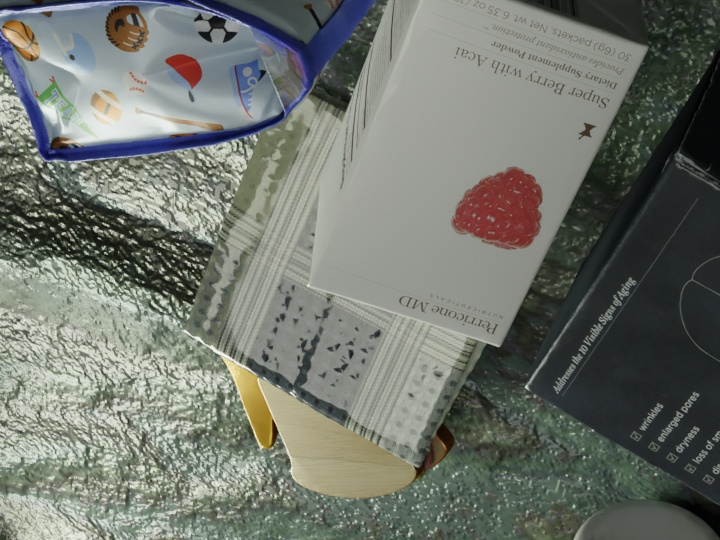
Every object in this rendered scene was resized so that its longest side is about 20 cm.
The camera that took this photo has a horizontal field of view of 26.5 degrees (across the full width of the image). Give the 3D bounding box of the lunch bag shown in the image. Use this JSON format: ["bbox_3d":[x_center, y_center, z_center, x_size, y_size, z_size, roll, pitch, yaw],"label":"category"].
[{"bbox_3d":[-0.083,-0.155,0.861,0.198,0.171,0.125,1,130,29],"label":"lunch bag"}]

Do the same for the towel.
[{"bbox_3d":[0.000,0.000,0.995,0.191,0.035,0.201,29,111,8],"label":"towel"}]

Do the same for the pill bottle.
[{"bbox_3d":[0.198,0.267,1.079,0.108,0.110,0.202,13,130,19],"label":"pill bottle"}]

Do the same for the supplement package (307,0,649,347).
[{"bbox_3d":[0.059,-0.082,0.835,0.120,0.120,0.201,17,125,-8],"label":"supplement package"}]

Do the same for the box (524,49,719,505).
[{"bbox_3d":[0.229,0.022,0.861,0.195,0.124,0.201,30,134,2],"label":"box"}]

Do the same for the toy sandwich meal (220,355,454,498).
[{"bbox_3d":[-0.026,0.069,1.072,0.203,0.070,0.207,15,130,18],"label":"toy sandwich meal"}]
